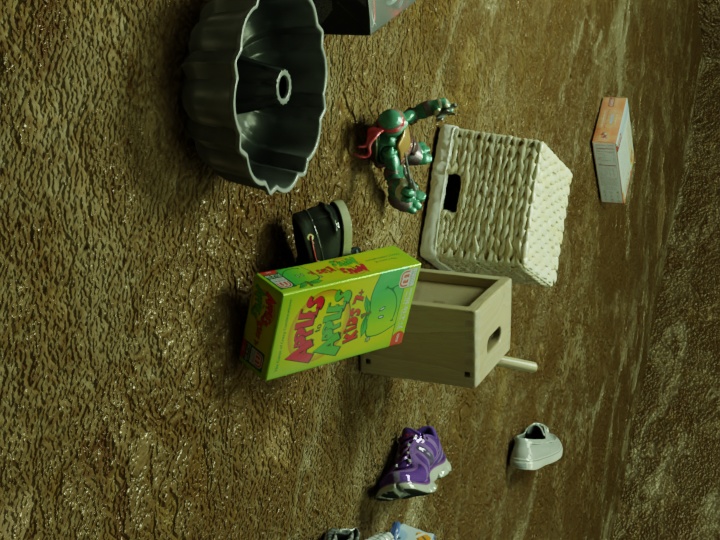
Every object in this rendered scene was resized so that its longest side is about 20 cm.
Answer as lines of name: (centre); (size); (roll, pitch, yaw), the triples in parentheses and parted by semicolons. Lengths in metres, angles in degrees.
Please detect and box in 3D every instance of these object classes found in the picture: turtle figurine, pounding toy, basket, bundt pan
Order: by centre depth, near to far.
bundt pan: (-0.105, -0.174, 1.245); (0.202, 0.075, 0.203); (6, 90, -69)
turtle figurine: (0.056, -0.152, 1.623); (0.150, 0.100, 0.200); (-62, 168, -14)
pounding toy: (0.120, 0.085, 1.728); (0.200, 0.183, 0.143); (-34, 127, -63)
basket: (0.198, -0.088, 1.914); (0.200, 0.160, 0.200); (26, 72, -65)

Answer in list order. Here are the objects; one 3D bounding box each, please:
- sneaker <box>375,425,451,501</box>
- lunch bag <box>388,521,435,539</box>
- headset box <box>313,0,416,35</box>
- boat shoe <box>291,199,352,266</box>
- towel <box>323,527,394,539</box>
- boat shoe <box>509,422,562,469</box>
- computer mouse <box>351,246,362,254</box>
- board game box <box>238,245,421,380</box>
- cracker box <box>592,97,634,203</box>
sneaker: (0.065, 0.262, 1.815); (0.200, 0.080, 0.084); (-25, 103, -73)
lunch bag: (0.041, 0.440, 1.738); (0.160, 0.075, 0.201); (106, 1, -68)
headset box: (0.011, -0.363, 1.485); (0.200, 0.077, 0.150); (-46, 137, -55)
boat shoe: (-0.049, 0.013, 1.461); (0.074, 0.063, 0.202); (-122, -154, -45)
towel: (-0.035, 0.414, 1.567); (0.165, 0.085, 0.201); (-14, 110, -65)
boat shoe: (0.328, 0.321, 2.477); (0.200, 0.072, 0.069); (-6, 102, -58)
computer mouse: (0.000, 0.000, 1.623); (0.200, 0.034, 0.059); (-14, 92, -72)
board game box: (-0.030, 0.042, 1.397); (0.199, 0.048, 0.102); (-13, 126, -43)
cracker box: (0.552, -0.261, 2.886); (0.200, 0.057, 0.134); (70, 33, -49)
